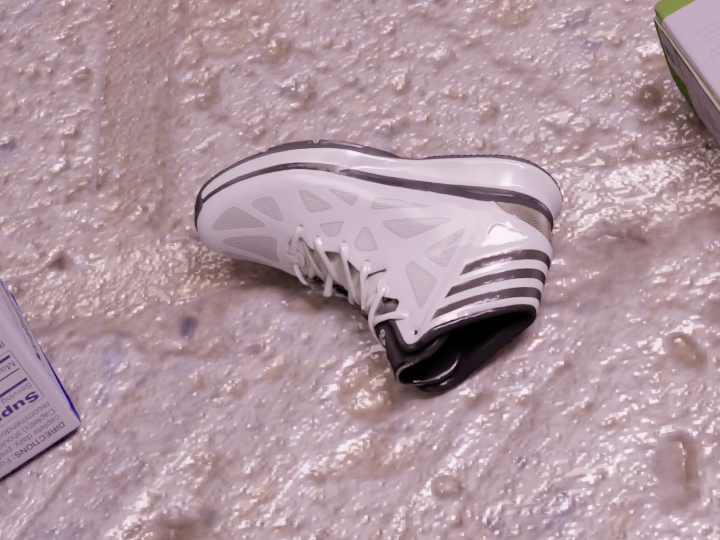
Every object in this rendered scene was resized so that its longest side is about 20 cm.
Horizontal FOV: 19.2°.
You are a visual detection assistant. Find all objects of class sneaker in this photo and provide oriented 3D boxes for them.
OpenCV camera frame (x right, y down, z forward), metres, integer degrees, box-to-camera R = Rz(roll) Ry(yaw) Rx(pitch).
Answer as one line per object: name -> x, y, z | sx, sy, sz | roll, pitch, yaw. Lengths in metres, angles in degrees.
sneaker -> 0.000, 0.000, 1.093 | 0.199, 0.076, 0.116 | 0, 54, 16

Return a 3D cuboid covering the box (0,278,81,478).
box -> -0.271, 0.044, 1.078 | 0.183, 0.201, 0.105 | -33, 50, -6

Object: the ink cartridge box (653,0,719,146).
ink cartridge box -> 0.258, -0.083, 1.057 | 0.147, 0.076, 0.201 | -29, 52, 2
